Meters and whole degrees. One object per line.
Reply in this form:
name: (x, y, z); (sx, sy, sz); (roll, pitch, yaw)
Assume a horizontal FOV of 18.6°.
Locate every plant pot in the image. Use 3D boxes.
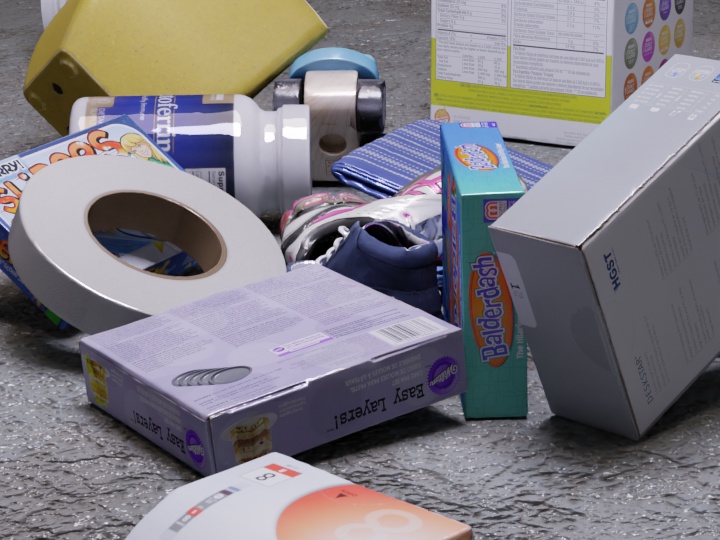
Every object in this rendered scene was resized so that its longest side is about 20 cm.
plant pot: (-0.192, -0.198, 2.001); (0.200, 0.196, 0.194); (-48, 8, -32)

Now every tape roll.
tape roll: (-0.152, -0.012, 1.578); (0.203, 0.037, 0.203); (17, 31, -10)

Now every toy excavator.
toy excavator: (-0.016, -0.152, 2.040); (0.100, 0.195, 0.200); (0, 45, 6)

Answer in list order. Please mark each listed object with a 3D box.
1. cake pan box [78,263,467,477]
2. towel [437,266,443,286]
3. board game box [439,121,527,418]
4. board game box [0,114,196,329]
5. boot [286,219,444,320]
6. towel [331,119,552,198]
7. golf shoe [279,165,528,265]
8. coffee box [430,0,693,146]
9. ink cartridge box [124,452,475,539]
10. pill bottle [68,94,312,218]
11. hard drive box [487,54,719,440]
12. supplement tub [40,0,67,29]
cake pan box: (-0.056, 0.059, 1.422); (0.200, 0.052, 0.184); (-19, 25, -29)
towel: (0.147, -0.023, 1.653); (0.200, 0.024, 0.145); (-12, 3, 38)
board game box: (0.082, -0.005, 1.486); (0.045, 0.152, 0.200); (-2, 16, -2)
board game box: (-0.203, -0.041, 1.677); (0.135, 0.034, 0.200); (43, 36, 14)
boot: (0.000, 0.000, 1.577); (0.073, 0.090, 0.200); (-11, 20, -31)
towel: (0.076, -0.080, 1.876); (0.145, 0.024, 0.200); (24, 24, 18)
golf shoe: (0.038, -0.029, 1.709); (0.200, 0.073, 0.092); (-14, 24, 0)
coffee box: (0.202, -0.244, 2.186); (0.200, 0.198, 0.200); (9, 19, 30)
ink cartridge box: (-0.066, 0.156, 1.138); (0.200, 0.050, 0.162); (-12, 20, -42)
pill bottle: (-0.140, -0.090, 1.842); (0.200, 0.116, 0.116); (-1, 17, -2)
hard drive box: (0.190, -0.018, 1.401); (0.077, 0.156, 0.200); (16, 47, 43)
supplement tub: (-0.258, -0.317, 2.549); (0.200, 0.146, 0.145); (1, 17, 7)
